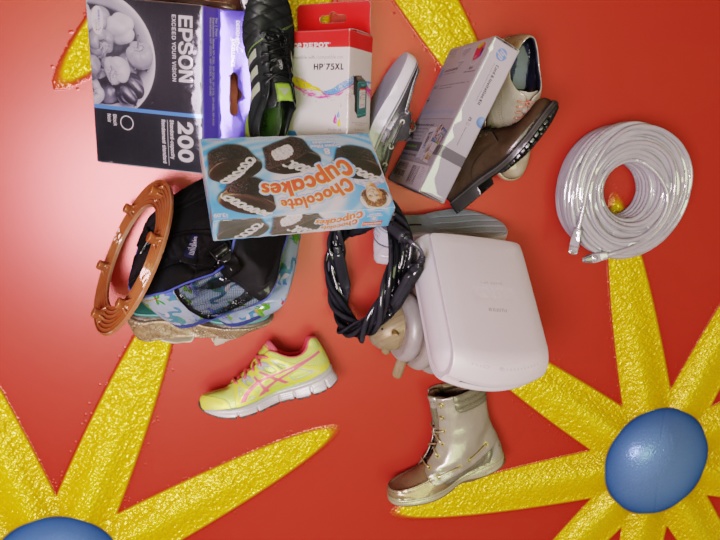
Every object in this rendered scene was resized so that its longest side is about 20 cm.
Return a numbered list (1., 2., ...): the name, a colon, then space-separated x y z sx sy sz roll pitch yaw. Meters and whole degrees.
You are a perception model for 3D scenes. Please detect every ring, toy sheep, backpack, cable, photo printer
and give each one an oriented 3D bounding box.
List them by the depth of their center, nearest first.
1. ring: -0.285 -0.020 0.766 0.019 0.200 0.202 25 98 -35
2. backpack: -0.179 -0.017 0.783 0.198 0.184 0.147 -17 138 28
3. photo printer: 0.155 0.056 0.815 0.165 0.069 0.202 6 62 -26
4. cable: 0.000 0.000 0.842 0.050 0.163 0.201 -4 133 -43
5. toy sheep: 0.105 0.085 0.897 0.198 0.138 0.139 -2 103 -23
6. cable: 0.389 -0.117 0.930 0.198 0.069 0.202 -4 102 -10

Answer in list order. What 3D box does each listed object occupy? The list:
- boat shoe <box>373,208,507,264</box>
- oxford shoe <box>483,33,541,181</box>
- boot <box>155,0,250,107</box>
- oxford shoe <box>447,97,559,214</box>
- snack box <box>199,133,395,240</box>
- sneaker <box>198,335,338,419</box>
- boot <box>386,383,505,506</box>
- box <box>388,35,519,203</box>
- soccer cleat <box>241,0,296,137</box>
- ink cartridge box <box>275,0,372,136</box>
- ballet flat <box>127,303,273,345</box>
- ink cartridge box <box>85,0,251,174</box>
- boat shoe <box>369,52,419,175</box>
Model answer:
1. boat shoe: 0.111 -0.043 0.905 0.198 0.074 0.067 1 130 -11
2. oxford shoe: 0.213 -0.224 0.870 0.070 0.074 0.202 -7 104 -9
3. boot: -0.219 -0.292 0.785 0.198 0.069 0.190 -1 111 -5
4. oxford shoe: 0.176 -0.168 0.846 0.200 0.073 0.085 -41 86 30
5. snack box: -0.071 -0.097 0.697 0.198 0.117 0.037 -6 148 -18
6. sneaker: -0.137 0.148 0.897 0.198 0.078 0.091 -17 97 -12
7. boot: 0.117 0.261 0.964 0.198 0.072 0.156 -19 106 -11
8. box: 0.113 -0.195 0.818 0.041 0.156 0.202 23 97 -16
9. soccer cleat: -0.101 -0.231 0.740 0.067 0.081 0.202 -7 113 -30
10. ink cartridge box: -0.050 -0.239 0.797 0.115 0.067 0.202 7 104 25
11. ballet flat: -0.221 0.071 0.874 0.198 0.071 0.066 4 129 -8
12. ink cartridge box: -0.230 -0.222 0.771 0.198 0.043 0.200 6 110 3
13. boat shoe: 0.040 -0.189 0.853 0.066 0.070 0.202 21 99 -21
